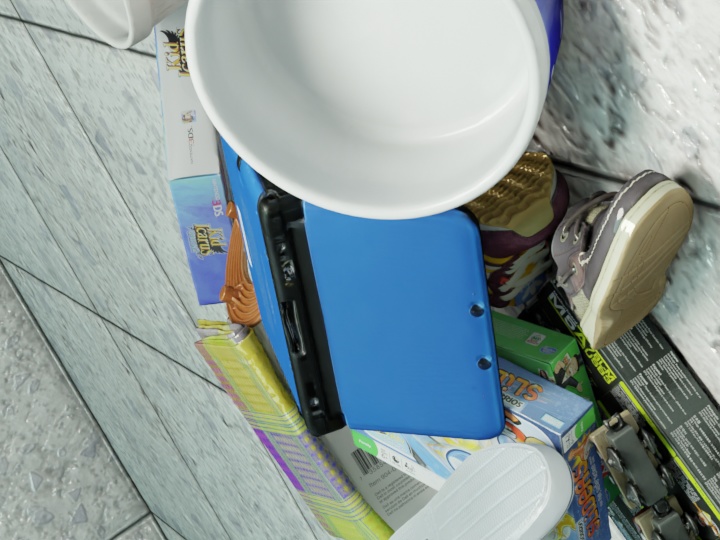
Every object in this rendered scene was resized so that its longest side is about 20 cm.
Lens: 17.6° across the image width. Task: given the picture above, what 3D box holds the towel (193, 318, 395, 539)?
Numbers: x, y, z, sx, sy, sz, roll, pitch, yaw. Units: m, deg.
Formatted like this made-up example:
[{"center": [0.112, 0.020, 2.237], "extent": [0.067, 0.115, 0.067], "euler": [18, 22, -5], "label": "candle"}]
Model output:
[{"center": [-0.053, 0.119, 1.735], "extent": [0.200, 0.023, 0.144], "euler": [55, 165, -9], "label": "towel"}]

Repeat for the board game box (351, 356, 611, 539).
[{"center": [0.069, 0.101, 1.524], "extent": [0.200, 0.034, 0.135], "euler": [26, 145, 34], "label": "board game box"}]

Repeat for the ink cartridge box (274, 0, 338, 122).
[{"center": [-0.008, -0.171, 1.390], "extent": [0.068, 0.116, 0.200], "euler": [29, 150, 56], "label": "ink cartridge box"}]

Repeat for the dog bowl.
[{"center": [0.009, -0.131, 1.284], "extent": [0.200, 0.079, 0.200], "euler": [9, 128, 12], "label": "dog bowl"}]

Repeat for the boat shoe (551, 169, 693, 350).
[{"center": [0.143, -0.013, 1.348], "extent": [0.065, 0.072, 0.200], "euler": [46, 169, 15], "label": "boat shoe"}]

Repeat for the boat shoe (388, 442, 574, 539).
[{"center": [0.082, 0.164, 1.486], "extent": [0.200, 0.062, 0.072], "euler": [-41, 50, 49], "label": "boat shoe"}]

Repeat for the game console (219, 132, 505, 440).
[{"center": [0.000, 0.000, 1.441], "extent": [0.171, 0.118, 0.200], "euler": [-116, 12, -47], "label": "game console"}]

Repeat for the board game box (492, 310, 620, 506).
[{"center": [0.076, 0.077, 1.553], "extent": [0.200, 0.029, 0.135], "euler": [19, 140, 42], "label": "board game box"}]

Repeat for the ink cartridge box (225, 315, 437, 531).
[{"center": [0.014, 0.081, 1.783], "extent": [0.200, 0.145, 0.084], "euler": [59, 165, -12], "label": "ink cartridge box"}]

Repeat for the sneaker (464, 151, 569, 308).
[{"center": [0.097, -0.020, 1.475], "extent": [0.090, 0.075, 0.200], "euler": [59, 173, -11], "label": "sneaker"}]

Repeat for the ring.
[{"center": [-0.067, -0.055, 1.723], "extent": [0.019, 0.201, 0.200], "euler": [16, 176, -18], "label": "ring"}]

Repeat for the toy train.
[{"center": [0.195, 0.167, 1.466], "extent": [0.200, 0.034, 0.046], "euler": [61, 172, -23], "label": "toy train"}]

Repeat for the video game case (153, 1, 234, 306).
[{"center": [-0.132, -0.098, 1.894], "extent": [0.200, 0.045, 0.181], "euler": [83, 178, -59], "label": "video game case"}]

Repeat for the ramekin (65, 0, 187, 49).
[{"center": [-0.184, -0.275, 1.730], "extent": [0.200, 0.105, 0.200], "euler": [50, 163, 21], "label": "ramekin"}]

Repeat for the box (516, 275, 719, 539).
[{"center": [0.175, 0.098, 1.525], "extent": [0.200, 0.047, 0.193], "euler": [54, 162, 8], "label": "box"}]
